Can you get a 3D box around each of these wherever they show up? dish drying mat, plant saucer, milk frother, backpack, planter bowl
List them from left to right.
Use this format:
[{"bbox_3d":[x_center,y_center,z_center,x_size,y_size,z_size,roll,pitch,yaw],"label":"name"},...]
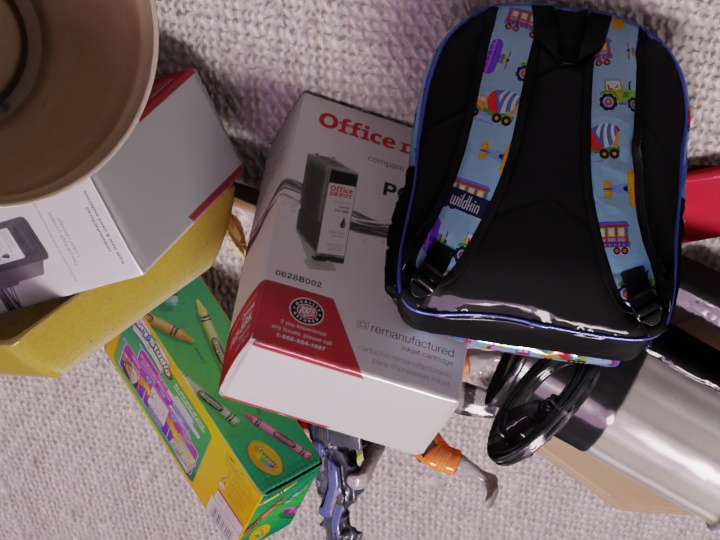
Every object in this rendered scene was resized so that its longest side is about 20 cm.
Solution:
[{"bbox_3d":[-0.235,-0.141,1.380,0.199,0.202,0.135,24,175,-21],"label":"planter bowl"},{"bbox_3d":[-0.194,0.014,1.550,0.199,0.199,0.049,-1,120,57],"label":"plant saucer"},{"bbox_3d":[0.112,-0.055,1.397,0.181,0.202,0.135,7,170,2],"label":"backpack"},{"bbox_3d":[0.178,-0.036,1.563,0.199,0.018,0.077,-11,144,32],"label":"dish drying mat"},{"bbox_3d":[0.186,0.103,1.546,0.187,0.201,0.181,28,146,-2],"label":"milk frother"}]

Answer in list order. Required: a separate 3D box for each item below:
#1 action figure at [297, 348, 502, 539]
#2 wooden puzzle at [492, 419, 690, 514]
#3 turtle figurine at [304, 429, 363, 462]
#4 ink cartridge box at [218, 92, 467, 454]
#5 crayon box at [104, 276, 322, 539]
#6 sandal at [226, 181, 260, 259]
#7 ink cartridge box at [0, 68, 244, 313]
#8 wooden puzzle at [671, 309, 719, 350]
[{"bbox_3d":[0.020,0.119,1.718,0.192,0.105,0.202,13,117,19],"label":"action figure"},{"bbox_3d":[0.215,0.145,1.788,0.199,0.037,0.185,5,155,49],"label":"wooden puzzle"},{"bbox_3d":[-0.021,0.097,1.803,0.160,0.065,0.201,-15,129,25],"label":"turtle figurine"},{"bbox_3d":[0.000,0.000,1.502,0.146,0.201,0.083,17,147,-11],"label":"ink cartridge box"},{"bbox_3d":[-0.115,0.101,1.730,0.058,0.201,0.119,-27,163,-26],"label":"crayon box"},{"bbox_3d":[-0.037,-0.005,1.608,0.210,0.070,0.078,18,-169,-16],"label":"sandal"},{"bbox_3d":[-0.199,-0.046,1.498,0.199,0.145,0.084,-14,113,35],"label":"ink cartridge box"},{"bbox_3d":[0.268,0.067,1.686,0.199,0.037,0.185,30,150,-20],"label":"wooden puzzle"}]
